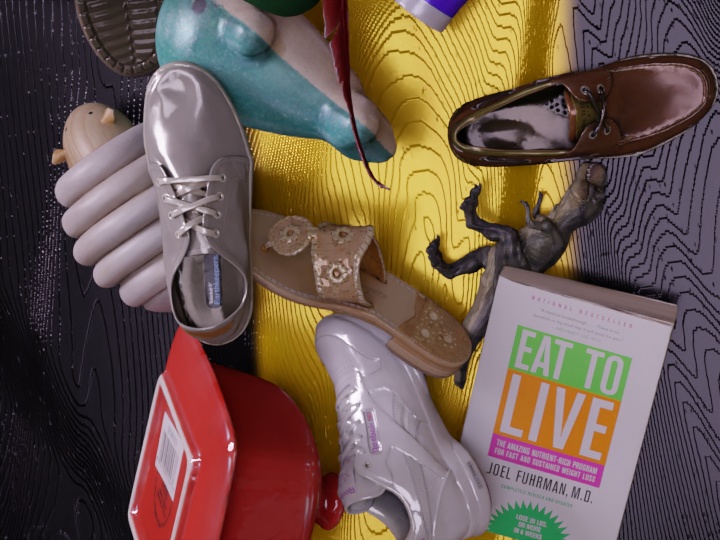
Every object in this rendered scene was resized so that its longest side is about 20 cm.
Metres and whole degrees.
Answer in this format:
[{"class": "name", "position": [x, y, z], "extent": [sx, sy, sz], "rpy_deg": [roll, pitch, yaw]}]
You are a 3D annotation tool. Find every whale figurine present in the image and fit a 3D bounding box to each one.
[{"class": "whale figurine", "position": [-0.066, -0.135, 1.326], "extent": [0.200, 0.159, 0.104], "rpy_deg": [42, 90, 18]}]

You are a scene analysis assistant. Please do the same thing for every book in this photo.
[{"class": "book", "position": [0.146, 0.108, 1.367], "extent": [0.133, 0.048, 0.201], "rpy_deg": [14, 111, 9]}]

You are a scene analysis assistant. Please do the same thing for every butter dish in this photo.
[{"class": "butter dish", "position": [-0.082, 0.167, 1.374], "extent": [0.147, 0.200, 0.200], "rpy_deg": [6, 113, -20]}]

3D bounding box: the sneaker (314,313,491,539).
[{"class": "sneaker", "position": [0.013, 0.120, 1.358], "extent": [0.099, 0.075, 0.200], "rpy_deg": [-23, 69, -29]}]

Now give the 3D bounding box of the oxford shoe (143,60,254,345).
[{"class": "oxford shoe", "position": [-0.111, -0.045, 1.278], "extent": [0.075, 0.058, 0.201], "rpy_deg": [-6, 95, 8]}]

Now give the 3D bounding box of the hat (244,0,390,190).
[{"class": "hat", "position": [-0.028, -0.201, 1.254], "extent": [0.165, 0.176, 0.201], "rpy_deg": [22, 75, 47]}]

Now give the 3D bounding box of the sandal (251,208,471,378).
[{"class": "sandal", "position": [0.001, -0.004, 1.332], "extent": [0.211, 0.078, 0.070], "rpy_deg": [31, 131, -11]}]

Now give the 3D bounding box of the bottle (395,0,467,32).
[{"class": "bottle", "position": [0.097, -0.265, 1.317], "extent": [0.065, 0.084, 0.200], "rpy_deg": [34, 103, -8]}]

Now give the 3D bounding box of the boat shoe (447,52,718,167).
[{"class": "boat shoe", "position": [0.161, -0.109, 1.333], "extent": [0.199, 0.068, 0.072], "rpy_deg": [-15, 93, 11]}]

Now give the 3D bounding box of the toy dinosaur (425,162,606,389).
[{"class": "toy dinosaur", "position": [0.099, -0.010, 1.372], "extent": [0.088, 0.047, 0.200], "rpy_deg": [36, 106, -3]}]

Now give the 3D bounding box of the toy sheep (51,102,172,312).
[{"class": "toy sheep", "position": [-0.155, -0.038, 1.369], "extent": [0.138, 0.138, 0.200], "rpy_deg": [-37, 90, 13]}]

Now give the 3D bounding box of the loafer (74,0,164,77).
[{"class": "loafer", "position": [-0.183, -0.246, 1.384], "extent": [0.076, 0.068, 0.201], "rpy_deg": [-8, 111, 10]}]
